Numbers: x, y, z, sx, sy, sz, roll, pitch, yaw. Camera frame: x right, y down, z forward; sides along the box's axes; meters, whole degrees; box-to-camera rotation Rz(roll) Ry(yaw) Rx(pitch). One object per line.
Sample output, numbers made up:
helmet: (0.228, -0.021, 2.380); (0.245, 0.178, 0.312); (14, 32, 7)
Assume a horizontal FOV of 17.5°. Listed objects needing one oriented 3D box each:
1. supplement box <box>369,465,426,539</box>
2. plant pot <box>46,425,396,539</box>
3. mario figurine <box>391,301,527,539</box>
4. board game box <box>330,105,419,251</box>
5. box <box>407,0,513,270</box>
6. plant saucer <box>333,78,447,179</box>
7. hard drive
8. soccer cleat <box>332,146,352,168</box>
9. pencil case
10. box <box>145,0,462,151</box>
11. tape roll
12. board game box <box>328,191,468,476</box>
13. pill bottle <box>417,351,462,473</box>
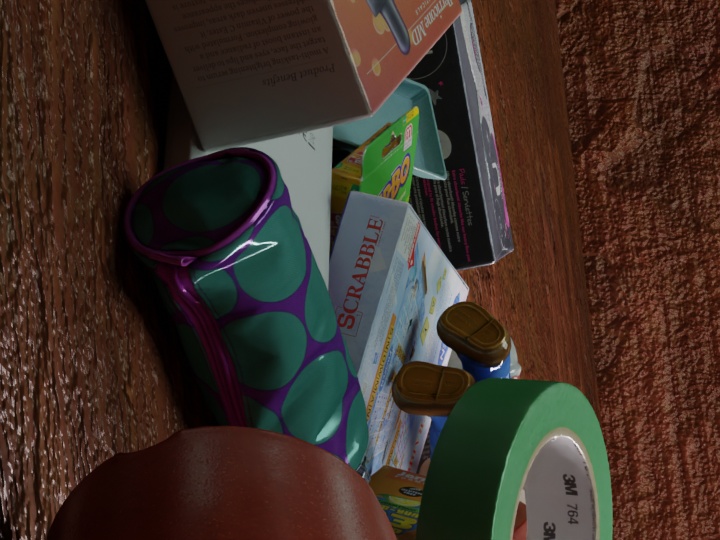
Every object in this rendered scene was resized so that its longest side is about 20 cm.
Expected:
supplement box: (0.001, 0.172, 1.306); (0.200, 0.066, 0.069); (-30, 131, -67)
plant pot: (-0.051, 0.176, 0.888); (0.196, 0.199, 0.202); (-98, 173, -55)
mario figurine: (0.056, 0.110, 1.460); (0.201, 0.123, 0.106); (76, -10, -45)
board game box: (0.000, 0.000, 1.461); (0.096, 0.030, 0.201); (-44, 148, -59)
box: (0.041, -0.098, 1.738); (0.132, 0.114, 0.201); (-25, 106, -78)
plant saucer: (-0.014, -0.107, 1.477); (0.199, 0.019, 0.070); (16, 57, -50)
hard drive: (-0.061, -0.063, 1.316); (0.132, 0.027, 0.201); (45, 32, -39)
soccer cleat: (-0.030, -0.081, 1.521); (0.081, 0.067, 0.200); (46, 32, -18)
pencil case: (-0.056, 0.035, 1.206); (0.093, 0.085, 0.201); (-59, 144, -38)
box: (-0.045, -0.191, 1.244); (0.152, 0.106, 0.201); (-53, 127, -55)
tape roll: (0.091, 0.164, 1.350); (0.200, 0.048, 0.202); (-7, 98, -64)
board game box: (0.005, 0.075, 1.422); (0.200, 0.041, 0.201); (51, 55, -70)
pill bottle: (0.070, 0.146, 1.693); (0.116, 0.116, 0.201); (58, 26, -64)
